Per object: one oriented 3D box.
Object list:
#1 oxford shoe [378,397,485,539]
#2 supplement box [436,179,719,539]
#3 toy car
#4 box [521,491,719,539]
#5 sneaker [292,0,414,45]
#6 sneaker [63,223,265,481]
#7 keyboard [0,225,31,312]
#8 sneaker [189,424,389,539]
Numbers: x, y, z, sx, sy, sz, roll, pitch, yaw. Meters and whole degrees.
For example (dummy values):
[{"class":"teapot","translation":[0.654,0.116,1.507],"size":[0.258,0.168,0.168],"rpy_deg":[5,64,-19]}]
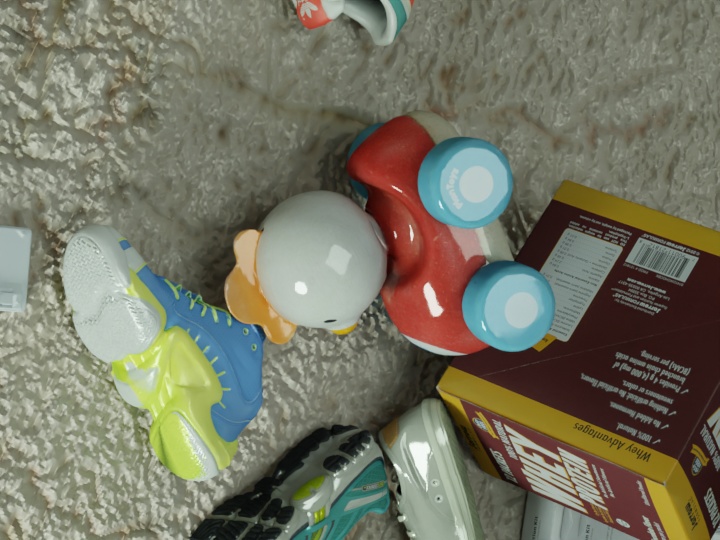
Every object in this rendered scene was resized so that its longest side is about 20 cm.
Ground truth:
[{"class":"oxford shoe","translation":[0.059,0.188,1.510],"size":[0.057,0.075,0.201],"rpy_deg":[-15,113,7]},{"class":"supplement box","translation":[0.201,0.073,1.496],"size":[0.200,0.197,0.133],"rpy_deg":[-57,147,-19]},{"class":"toy car","translation":[0.000,0.000,1.406],"size":[0.199,0.184,0.178],"rpy_deg":[-24,106,-14]},{"class":"box","translation":[0.220,0.213,1.628],"size":[0.199,0.041,0.157],"rpy_deg":[12,84,-35]},{"class":"sneaker","translation":[-0.036,-0.227,1.426],"size":[0.199,0.070,0.094],"rpy_deg":[24,72,-35]},{"class":"sneaker","translation":[-0.128,0.040,1.375],"size":[0.105,0.075,0.201],"rpy_deg":[-42,121,-40]},{"class":"keyboard","translation":[-0.303,-0.008,1.284],"size":[0.199,0.011,0.057],"rpy_deg":[5,83,-35]},{"class":"sneaker","translation":[-0.051,0.193,1.424],"size":[0.200,0.077,0.080],"rpy_deg":[-36,119,-29]}]
